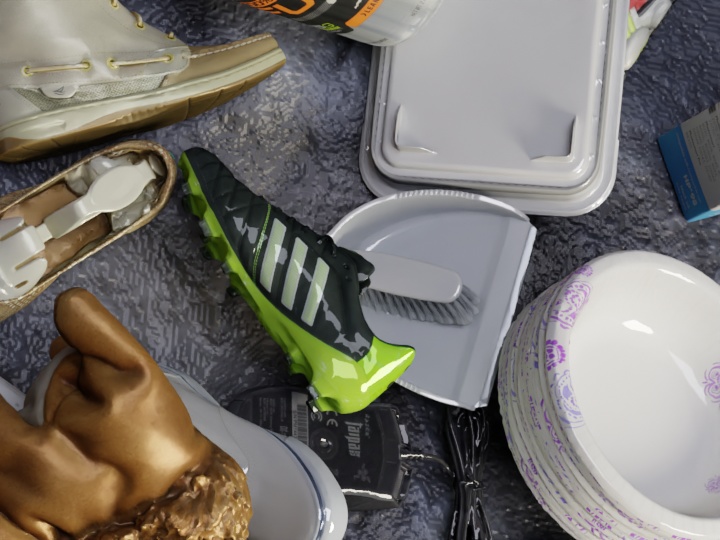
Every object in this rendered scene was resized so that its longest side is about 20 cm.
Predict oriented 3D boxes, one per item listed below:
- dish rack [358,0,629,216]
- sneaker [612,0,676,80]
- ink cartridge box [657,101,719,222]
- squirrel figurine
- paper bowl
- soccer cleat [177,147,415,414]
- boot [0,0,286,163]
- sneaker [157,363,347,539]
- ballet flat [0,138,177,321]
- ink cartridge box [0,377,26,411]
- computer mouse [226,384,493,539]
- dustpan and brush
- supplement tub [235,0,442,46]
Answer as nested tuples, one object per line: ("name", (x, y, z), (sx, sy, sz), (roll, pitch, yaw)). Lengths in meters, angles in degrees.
("dish rack", (0.089, -0.141, 1.794), (0.171, 0.044, 0.200), (4, 75, 9))
("sneaker", (0.164, -0.184, 1.850), (0.085, 0.077, 0.200), (35, 69, -4))
("ink cartridge box", (0.297, -0.095, 1.809), (0.116, 0.200, 0.067), (-15, 84, -21))
("squirrel figurine", (-0.172, 0.143, 1.540), (0.200, 0.142, 0.187), (46, 73, -3))
("paper bowl", (0.175, 0.096, 1.760), (0.200, 0.104, 0.201), (17, 57, -29))
("soccer cleat", (-0.043, -0.002, 1.714), (0.081, 0.068, 0.200), (-33, 80, -12))
("boot", (-0.158, -0.165, 1.732), (0.200, 0.072, 0.155), (-17, 83, -19))
("sneaker", (-0.094, 0.118, 1.641), (0.071, 0.200, 0.073), (3, 110, -49))
("ballet flat", (-0.197, -0.027, 1.692), (0.200, 0.065, 0.071), (-37, 94, -22))
("ink cartridge box", (-0.212, 0.165, 1.636), (0.200, 0.086, 0.148), (38, 69, -10))
("computer mouse", (-0.004, 0.146, 1.738), (0.200, 0.046, 0.141), (2, 75, -30))
("dustpan and brush", (0.000, 0.000, 1.757), (0.200, 0.057, 0.140), (13, 75, 14))
("supplement tub", (-0.045, -0.225, 1.733), (0.200, 0.122, 0.123), (15, 74, -32))
